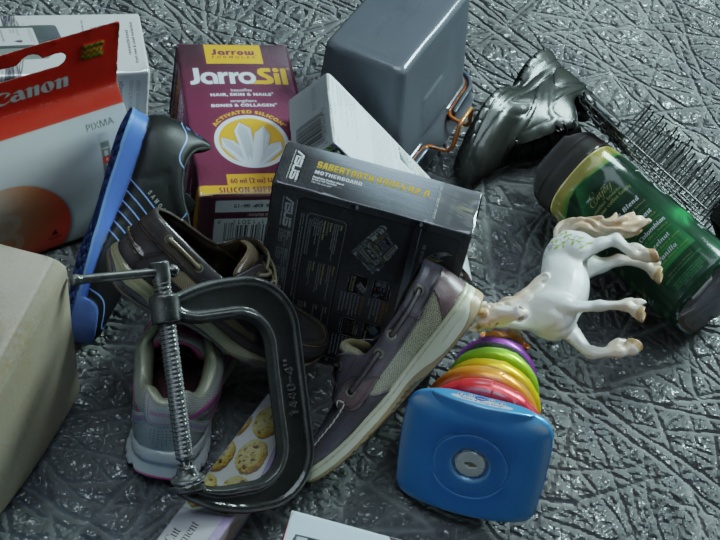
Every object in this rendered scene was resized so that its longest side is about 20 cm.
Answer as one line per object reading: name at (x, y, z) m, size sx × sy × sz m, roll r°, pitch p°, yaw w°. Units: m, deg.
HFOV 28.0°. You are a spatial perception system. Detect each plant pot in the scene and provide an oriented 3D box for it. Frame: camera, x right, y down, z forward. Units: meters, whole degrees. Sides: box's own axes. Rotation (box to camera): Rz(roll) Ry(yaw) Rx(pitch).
plant pot at (-0.327, 0.093, 1.019) m, size 0.199 × 0.200 × 0.178 m, roll 15°, pitch 57°, yaw 2°

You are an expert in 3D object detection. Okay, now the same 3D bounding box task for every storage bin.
storage bin at (0.039, -0.187, 1.376) m, size 0.145 × 0.135 × 0.200 m, roll 24°, pitch 49°, yaw 15°

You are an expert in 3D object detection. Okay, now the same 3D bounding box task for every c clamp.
c clamp at (-0.114, 0.085, 1.050) m, size 0.170 × 0.027 × 0.201 m, roll -13°, pitch 92°, yaw -32°

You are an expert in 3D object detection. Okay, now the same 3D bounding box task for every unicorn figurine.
unicorn figurine at (0.171, 0.018, 1.193) m, size 0.137 × 0.074 × 0.200 m, roll 10°, pitch 31°, yaw 18°

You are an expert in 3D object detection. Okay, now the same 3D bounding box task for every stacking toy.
stacking toy at (0.107, 0.098, 1.171) m, size 0.115 × 0.110 × 0.200 m, roll 13°, pitch 32°, yaw 9°

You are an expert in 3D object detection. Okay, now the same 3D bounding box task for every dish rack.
dish rack at (0.289, -0.101, 1.344) m, size 0.055 × 0.153 × 0.200 m, roll -46°, pitch 72°, yaw 4°

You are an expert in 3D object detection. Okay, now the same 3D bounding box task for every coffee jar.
coffee jar at (0.248, -0.038, 1.305) m, size 0.085 × 0.104 × 0.200 m, roll -49°, pitch 63°, yaw 8°

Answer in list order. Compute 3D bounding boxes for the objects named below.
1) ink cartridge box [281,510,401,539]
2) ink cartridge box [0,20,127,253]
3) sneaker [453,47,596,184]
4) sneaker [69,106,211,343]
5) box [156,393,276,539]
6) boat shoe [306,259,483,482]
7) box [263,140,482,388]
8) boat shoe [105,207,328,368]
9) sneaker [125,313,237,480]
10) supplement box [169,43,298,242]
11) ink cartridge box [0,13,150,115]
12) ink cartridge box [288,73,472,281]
ink cartridge box at (-0.034, 0.275, 0.975) m, size 0.175 × 0.084 × 0.201 m, roll 14°, pitch 47°, yaw 2°
ink cartridge box at (-0.260, -0.097, 1.187) m, size 0.162 × 0.200 × 0.050 m, roll -22°, pitch 60°, yaw -27°
sneaker at (0.165, -0.142, 1.411) m, size 0.091 × 0.076 × 0.200 m, roll 37°, pitch 55°, yaw 10°
sneaker at (-0.184, -0.030, 1.187) m, size 0.078 × 0.070 × 0.201 m, roll 18°, pitch 89°, yaw -17°
box at (-0.104, 0.176, 1.082) m, size 0.041 × 0.039 × 0.200 m, roll 27°, pitch 48°, yaw 13°
boat shoe at (0.010, 0.076, 1.107) m, size 0.065 × 0.200 × 0.072 m, roll 41°, pitch 14°, yaw -2°
box at (0.000, 0.000, 1.154) m, size 0.157 × 0.201 × 0.049 m, roll 14°, pitch 49°, yaw 2°
boat shoe at (-0.097, 0.015, 1.105) m, size 0.199 × 0.073 × 0.075 m, roll 26°, pitch 24°, yaw -33°
sneaker at (-0.136, 0.063, 1.145) m, size 0.081 × 0.088 × 0.201 m, roll 7°, pitch 47°, yaw -5°
supplement box at (-0.108, -0.111, 1.311) m, size 0.110 × 0.086 × 0.201 m, roll -2°, pitch 49°, yaw -14°
ink cartridge box at (-0.291, -0.144, 1.263) m, size 0.199 × 0.146 × 0.084 m, roll -4°, pitch 50°, yaw -15°
ink cartridge box at (0.018, -0.070, 1.277) m, size 0.200 × 0.050 × 0.109 m, roll 44°, pitch 25°, yaw -33°
